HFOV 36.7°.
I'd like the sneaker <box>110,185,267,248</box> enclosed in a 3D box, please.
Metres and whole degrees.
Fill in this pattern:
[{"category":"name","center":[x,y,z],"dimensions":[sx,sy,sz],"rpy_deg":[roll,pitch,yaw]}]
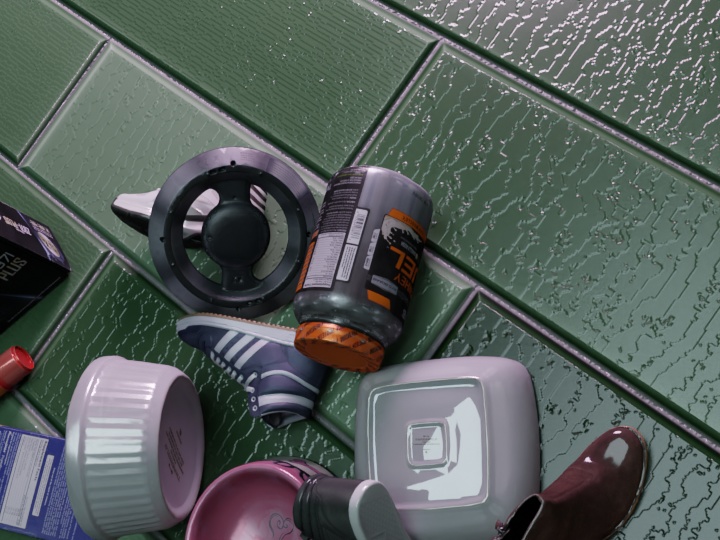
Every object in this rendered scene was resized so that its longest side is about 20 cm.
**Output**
[{"category":"sneaker","center":[-0.203,-0.090,1.338],"dimensions":[0.199,0.076,0.116],"rpy_deg":[13,70,18]}]

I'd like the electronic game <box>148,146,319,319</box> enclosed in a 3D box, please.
[{"category":"electronic game","center":[-0.143,-0.041,1.246],"dimensions":[0.198,0.042,0.202],"rpy_deg":[-1,102,-6]}]

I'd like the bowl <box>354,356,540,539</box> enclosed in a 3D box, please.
[{"category":"bowl","center":[0.080,0.183,1.116],"dimensions":[0.199,0.075,0.201],"rpy_deg":[-7,71,20]}]

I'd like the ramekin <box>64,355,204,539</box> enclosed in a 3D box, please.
[{"category":"ramekin","center":[-0.238,0.192,1.187],"dimensions":[0.093,0.202,0.204],"rpy_deg":[-2,72,9]}]

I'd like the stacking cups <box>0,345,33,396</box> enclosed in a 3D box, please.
[{"category":"stacking cups","center":[-0.503,0.171,1.380],"dimensions":[0.199,0.060,0.061],"rpy_deg":[-35,63,8]}]

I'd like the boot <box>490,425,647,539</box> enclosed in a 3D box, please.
[{"category":"boot","center":[0.191,0.221,1.001],"dimensions":[0.072,0.166,0.201],"rpy_deg":[34,88,28]}]

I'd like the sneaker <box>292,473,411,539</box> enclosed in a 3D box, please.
[{"category":"sneaker","center":[-0.004,0.276,1.080],"dimensions":[0.099,0.201,0.071],"rpy_deg":[10,39,39]}]

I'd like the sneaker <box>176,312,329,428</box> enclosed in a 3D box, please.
[{"category":"sneaker","center":[-0.132,0.114,1.231],"dimensions":[0.199,0.070,0.109],"rpy_deg":[8,74,22]}]

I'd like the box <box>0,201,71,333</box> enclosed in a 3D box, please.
[{"category":"box","center":[-0.499,0.009,1.371],"dimensions":[0.200,0.164,0.086],"rpy_deg":[-39,62,7]}]

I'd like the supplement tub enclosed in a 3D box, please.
[{"category":"supplement tub","center":[0.000,0.000,1.170],"dimensions":[0.122,0.123,0.201],"rpy_deg":[6,68,25]}]

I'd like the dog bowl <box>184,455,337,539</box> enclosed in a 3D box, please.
[{"category":"dog bowl","center":[-0.100,0.293,1.157],"dimensions":[0.199,0.074,0.202],"rpy_deg":[-7,71,21]}]

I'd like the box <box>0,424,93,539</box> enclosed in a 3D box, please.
[{"category":"box","center":[-0.375,0.261,1.308],"dimensions":[0.199,0.032,0.122],"rpy_deg":[6,76,26]}]
